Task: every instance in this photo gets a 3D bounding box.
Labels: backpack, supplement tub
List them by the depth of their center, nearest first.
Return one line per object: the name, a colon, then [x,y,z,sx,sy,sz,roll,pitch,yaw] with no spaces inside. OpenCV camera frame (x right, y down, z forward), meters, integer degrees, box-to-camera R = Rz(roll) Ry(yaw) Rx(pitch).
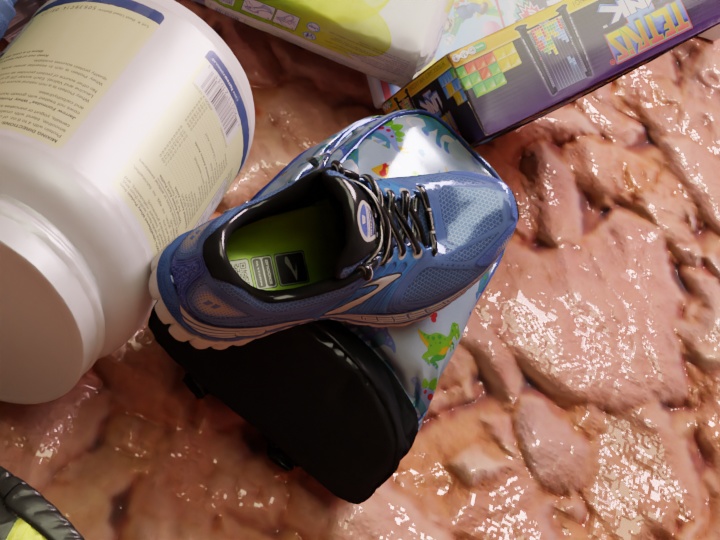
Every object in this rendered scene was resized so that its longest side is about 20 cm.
supplement tub: [-0.155,-0.043,0.862,0.144,0.145,0.201,32,47,-4]
backpack: [0.000,0.000,0.932,0.163,0.154,0.200,42,33,-6]

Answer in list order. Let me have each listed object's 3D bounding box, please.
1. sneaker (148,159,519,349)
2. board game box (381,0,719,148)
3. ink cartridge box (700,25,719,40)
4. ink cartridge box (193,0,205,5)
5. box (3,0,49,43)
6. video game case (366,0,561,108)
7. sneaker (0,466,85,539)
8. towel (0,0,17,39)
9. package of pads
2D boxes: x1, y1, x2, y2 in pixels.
sneaker: [0.000,-0.011,0.810,0.199,0.089,0.079,-15,82,-28]
board game box: [0.127,-0.134,1.022,0.199,0.165,0.057,-27,93,-13]
ink cartridge box: [0.230,-0.264,1.238,0.199,0.160,0.048,10,51,-23]
ink cartridge box: [-0.151,-0.248,1.095,0.199,0.042,0.120,15,50,-18]
box: [-0.197,-0.262,1.005,0.201,0.157,0.050,59,7,21]
video game case: [0.088,-0.199,1.117,0.198,0.017,0.144,-13,84,-13]
sneaker: [-0.206,0.122,0.767,0.199,0.076,0.077,31,53,9]
towel: [-0.268,-0.098,0.840,0.111,0.049,0.201,33,76,9]
package of pads: [0.002,-0.235,1.061,0.154,0.068,0.201,22,77,-7]
